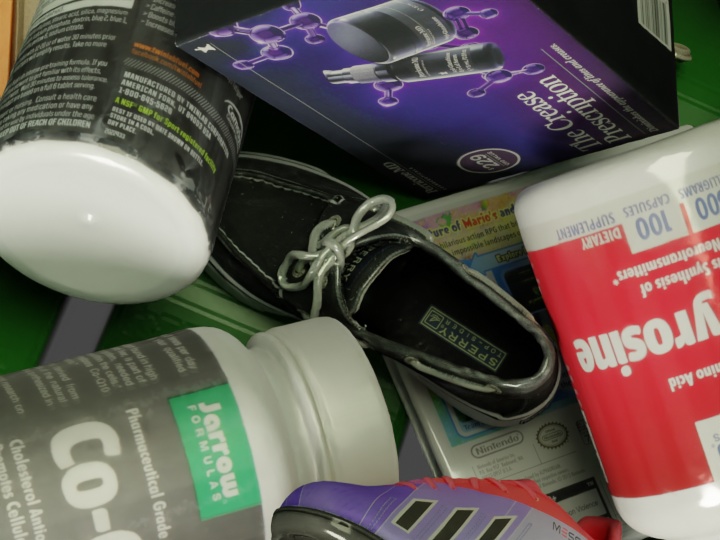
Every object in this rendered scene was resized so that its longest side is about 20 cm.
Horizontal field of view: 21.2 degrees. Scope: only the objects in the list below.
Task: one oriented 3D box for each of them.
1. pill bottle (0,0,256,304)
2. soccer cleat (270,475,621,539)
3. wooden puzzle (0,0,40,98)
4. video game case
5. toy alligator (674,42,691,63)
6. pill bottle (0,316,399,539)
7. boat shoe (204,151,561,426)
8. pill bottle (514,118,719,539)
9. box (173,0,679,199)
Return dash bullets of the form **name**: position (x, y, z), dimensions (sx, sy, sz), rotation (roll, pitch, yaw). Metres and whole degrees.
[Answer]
- **pill bottle**: position (-0.095, -0.093, 0.852), dimensions (0.106, 0.106, 0.201), rotation (19, 52, -7)
- **soccer cleat**: position (0.040, 0.110, 0.782), dimensions (0.200, 0.068, 0.074), rotation (30, 71, -42)
- **wooden puzzle**: position (-0.225, -0.136, 0.881), dimensions (0.184, 0.037, 0.201), rotation (3, 67, -14)
- **video game case**: position (0.111, 0.037, 0.912), dimensions (0.199, 0.024, 0.183), rotation (-17, 73, -21)
- **toy alligator**: position (0.097, -0.153, 0.937), dimensions (0.199, 0.059, 0.055), rotation (14, 97, -37)
- **pill bottle**: position (-0.093, 0.087, 0.781), dimensions (0.199, 0.113, 0.114), rotation (-14, 72, -21)
- **boat shoe**: position (-0.001, 0.002, 0.850), dimensions (0.199, 0.068, 0.074), rotation (36, 81, 14)
- **pill bottle**: position (0.148, 0.043, 0.831), dimensions (0.112, 0.112, 0.201), rotation (-20, 91, -22)
- **box**: position (0.033, -0.110, 0.832), dimensions (0.200, 0.140, 0.079), rotation (27, 57, -52)
